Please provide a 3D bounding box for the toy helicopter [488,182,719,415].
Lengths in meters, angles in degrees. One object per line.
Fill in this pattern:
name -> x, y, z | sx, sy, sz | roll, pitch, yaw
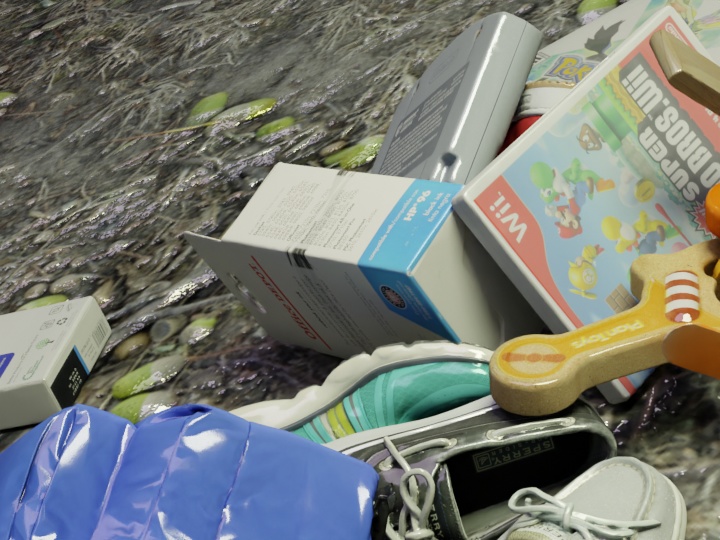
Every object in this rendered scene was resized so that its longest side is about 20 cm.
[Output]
toy helicopter -> 0.161, 0.035, 0.770 | 0.199, 0.079, 0.132 | -18, 36, -13

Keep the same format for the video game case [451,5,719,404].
video game case -> 0.159, -0.042, 0.865 | 0.200, 0.143, 0.017 | -42, 6, -29

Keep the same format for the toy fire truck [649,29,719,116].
toy fire truck -> 0.262, -0.069, 0.797 | 0.199, 0.129, 0.176 | -12, 30, -3

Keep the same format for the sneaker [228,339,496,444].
sneaker -> -0.003, 0.102, 0.828 | 0.199, 0.078, 0.080 | -25, 42, 14

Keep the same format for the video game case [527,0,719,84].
video game case -> 0.215, -0.149, 1.109 | 0.182, 0.022, 0.200 | -30, 29, -10

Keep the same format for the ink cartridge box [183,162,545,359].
ink cartridge box -> 0.000, 0.000, 0.919 | 0.200, 0.116, 0.068 | 11, 58, 45

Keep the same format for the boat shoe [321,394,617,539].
boat shoe -> 0.032, 0.117, 0.761 | 0.198, 0.074, 0.068 | -16, 14, -5

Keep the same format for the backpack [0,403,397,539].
backpack -> -0.099, 0.171, 0.639 | 0.163, 0.167, 0.201 | 135, 151, -59

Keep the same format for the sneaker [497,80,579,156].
sneaker -> 0.105, -0.048, 0.980 | 0.071, 0.113, 0.200 | 7, -5, -5

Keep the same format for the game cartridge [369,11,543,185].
game cartridge -> 0.052, -0.085, 0.975 | 0.200, 0.040, 0.134 | 149, 141, -70

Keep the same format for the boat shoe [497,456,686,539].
boat shoe -> 0.071, 0.149, 0.687 | 0.202, 0.065, 0.074 | -38, 32, -24

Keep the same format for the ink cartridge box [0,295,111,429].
ink cartridge box -> -0.282, 0.076, 1.092 | 0.199, 0.039, 0.100 | -10, 32, 21
